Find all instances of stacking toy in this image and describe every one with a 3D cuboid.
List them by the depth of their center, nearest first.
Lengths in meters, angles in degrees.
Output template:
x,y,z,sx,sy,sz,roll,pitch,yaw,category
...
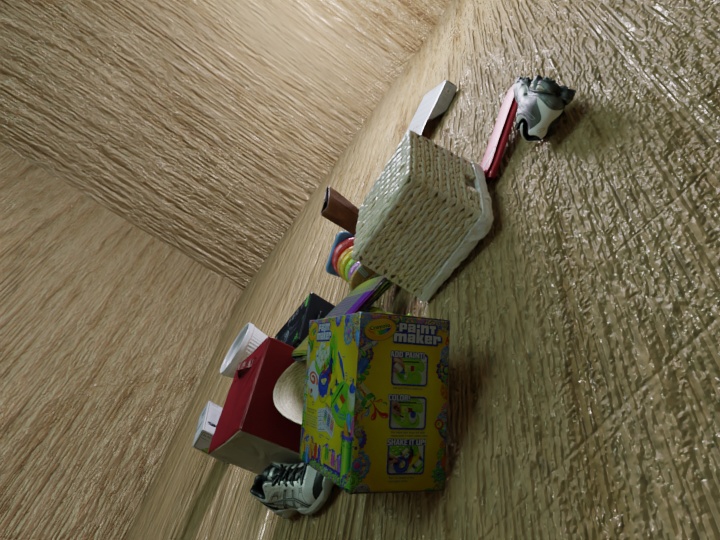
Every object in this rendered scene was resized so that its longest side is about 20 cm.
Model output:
x,y,z,sx,sy,sz,roll,pitch,yaw,category
0.000,0.000,1.261,0.200,0.109,0.117,-123,50,-62,stacking toy

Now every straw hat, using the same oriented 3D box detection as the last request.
x,y,z,sx,sy,sz,roll,pitch,yaw,category
-0.046,0.223,0.928,0.199,0.086,0.202,-11,27,6,straw hat

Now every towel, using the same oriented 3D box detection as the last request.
x,y,z,sx,sy,sz,roll,pitch,yaw,category
-0.034,0.086,0.964,0.200,0.023,0.143,-46,10,-26,towel

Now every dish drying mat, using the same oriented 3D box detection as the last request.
x,y,z,sx,sy,sz,roll,pitch,yaw,category
0.253,-0.248,1.001,0.077,0.018,0.202,141,150,-77,dish drying mat

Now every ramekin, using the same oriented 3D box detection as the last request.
x,y,z,sx,sy,sz,roll,pitch,yaw,category
-0.397,0.295,1.928,0.201,0.105,0.201,-52,16,21,ramekin

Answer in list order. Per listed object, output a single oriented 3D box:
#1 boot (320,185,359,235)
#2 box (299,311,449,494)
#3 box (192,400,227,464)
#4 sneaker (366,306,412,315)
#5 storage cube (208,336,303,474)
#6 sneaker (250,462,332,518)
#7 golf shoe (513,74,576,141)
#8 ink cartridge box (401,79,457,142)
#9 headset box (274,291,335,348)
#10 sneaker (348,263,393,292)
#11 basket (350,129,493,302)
x,y,z,sx,sy,sz,roll,pitch,yaw,category
-0.004,-0.129,1.301,0.068,0.199,0.189,-45,19,37,boot
0.010,0.158,0.700,0.200,0.121,0.195,162,113,-67,box
-0.425,0.476,1.631,0.060,0.116,0.200,-57,15,2,box
0.064,0.103,0.879,0.077,0.075,0.200,-48,28,3,sneaker
-0.153,0.264,1.016,0.171,0.199,0.181,-42,27,45,storage cube
-0.115,0.349,0.896,0.200,0.087,0.076,-44,18,40,sneaker
0.277,-0.260,0.892,0.200,0.077,0.095,-65,-4,-72,golf shoe
0.194,-0.438,1.607,0.202,0.047,0.160,-65,16,-5,ink cartridge box
-0.141,0.178,1.345,0.200,0.092,0.175,-48,18,32,headset box
0.051,-0.014,1.129,0.200,0.076,0.088,-43,4,-16,sneaker
0.102,-0.098,0.941,0.201,0.160,0.199,-54,16,33,basket
